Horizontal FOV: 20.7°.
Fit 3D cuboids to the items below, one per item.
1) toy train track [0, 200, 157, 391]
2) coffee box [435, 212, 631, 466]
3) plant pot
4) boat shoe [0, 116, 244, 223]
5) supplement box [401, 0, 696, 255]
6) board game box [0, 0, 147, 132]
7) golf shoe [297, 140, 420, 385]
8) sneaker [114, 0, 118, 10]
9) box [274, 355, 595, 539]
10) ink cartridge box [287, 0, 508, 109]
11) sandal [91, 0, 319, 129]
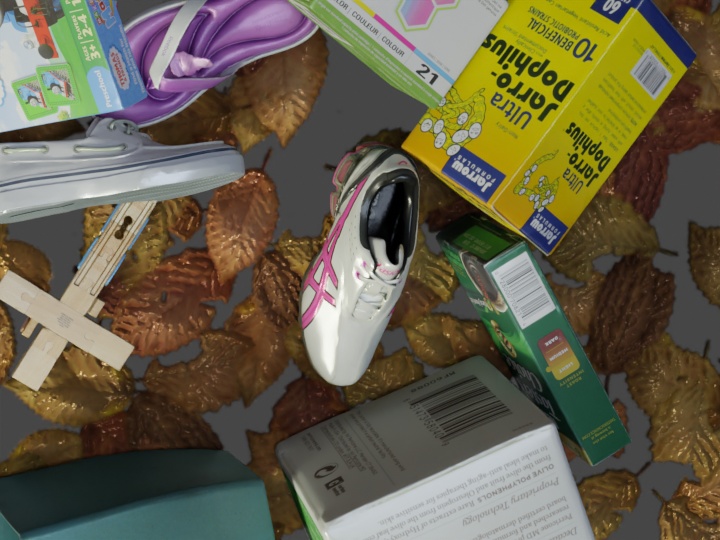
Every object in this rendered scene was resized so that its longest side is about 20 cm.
[{"bbox_3d":[-0.209,0.002,1.539,0.115,0.033,0.200,33,87,-13],"label":"toy train track"},{"bbox_3d":[0.140,0.055,1.598,0.044,0.123,0.200,-33,110,-7],"label":"coffee box"},{"bbox_3d":[-0.173,0.222,1.544,0.200,0.141,0.141,-15,106,-20],"label":"plant pot"},{"bbox_3d":[-0.190,-0.085,1.488,0.200,0.074,0.067,-9,84,-4],"label":"boat shoe"},{"bbox_3d":[0.148,-0.133,1.542,0.200,0.109,0.110,-54,142,1],"label":"supplement box"},{"bbox_3d":[-0.263,-0.175,1.412,0.200,0.037,0.151,-7,110,32],"label":"board game box"},{"bbox_3d":[0.000,0.000,1.562,0.073,0.092,0.200,7,102,-18],"label":"golf shoe"},{"bbox_3d":[-0.218,-0.226,1.460,0.087,0.074,0.200,23,91,-19],"label":"sneaker"},{"bbox_3d":[0.063,0.202,1.569,0.200,0.199,0.171,-24,108,-7],"label":"box"},{"bbox_3d":[0.051,-0.251,1.509,0.148,0.076,0.200,36,91,-35],"label":"ink cartridge box"},{"bbox_3d":[-0.120,-0.174,1.510,0.203,0.050,0.082,-30,108,-7],"label":"sandal"}]
